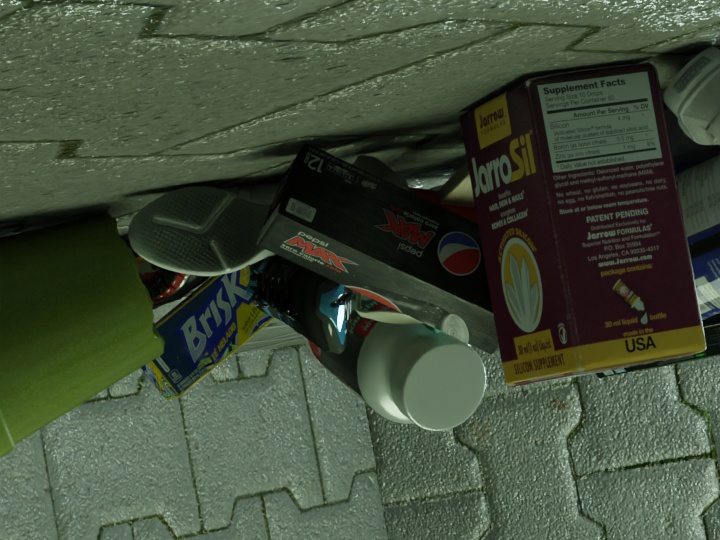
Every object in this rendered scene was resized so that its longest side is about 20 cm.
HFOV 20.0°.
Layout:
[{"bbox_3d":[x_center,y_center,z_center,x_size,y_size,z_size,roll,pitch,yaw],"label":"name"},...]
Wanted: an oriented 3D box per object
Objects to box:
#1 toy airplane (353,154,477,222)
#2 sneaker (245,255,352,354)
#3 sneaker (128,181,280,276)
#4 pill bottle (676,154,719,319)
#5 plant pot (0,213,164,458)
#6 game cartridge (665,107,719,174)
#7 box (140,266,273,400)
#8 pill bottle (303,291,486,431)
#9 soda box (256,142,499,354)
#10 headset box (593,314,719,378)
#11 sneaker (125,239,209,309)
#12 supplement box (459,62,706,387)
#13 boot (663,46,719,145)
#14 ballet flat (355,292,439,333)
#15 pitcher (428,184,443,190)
[{"bbox_3d":[0.082,-0.046,1.602,0.198,0.142,0.200,-4,138,25],"label":"toy airplane"},{"bbox_3d":[-0.050,0.023,1.629,0.081,0.074,0.200,8,-179,-7],"label":"sneaker"},{"bbox_3d":[-0.096,-0.033,1.621,0.199,0.071,0.080,-9,178,-28],"label":"sneaker"},{"bbox_3d":[0.299,-0.039,1.542,0.199,0.113,0.112,-24,169,28],"label":"pill bottle"},{"bbox_3d":[-0.264,0.043,1.626,0.189,0.202,0.200,-23,178,-10],"label":"plant pot"},{"bbox_3d":[0.285,-0.081,1.632,0.132,0.041,0.201,-8,150,-8],"label":"game cartridge"},{"bbox_3d":[-0.114,0.030,1.846,0.200,0.064,0.070,-41,-175,-17],"label":"box"},{"bbox_3d":[0.033,0.070,1.821,0.110,0.112,0.200,-8,-159,-23],"label":"pill bottle"},{"bbox_3d":[0.029,-0.014,1.492,0.199,0.064,0.071,25,155,-7],"label":"soda box"},{"bbox_3d":[0.271,-0.024,1.837,0.173,0.202,0.093,-13,159,16],"label":"headset box"},{"bbox_3d":[-0.206,0.012,1.871,0.199,0.079,0.082,-15,175,43],"label":"sneaker"},{"bbox_3d":[0.152,-0.029,1.415,0.102,0.202,0.131,-8,175,-19],"label":"supplement box"},{"bbox_3d":[0.276,-0.095,1.438,0.074,0.096,0.200,-46,164,15],"label":"boot"},{"bbox_3d":[0.000,0.000,1.747,0.199,0.071,0.068,23,153,24],"label":"ballet flat"},{"bbox_3d":[0.141,-0.052,1.769,0.171,0.122,0.199,-38,-161,-35],"label":"pitcher"}]
